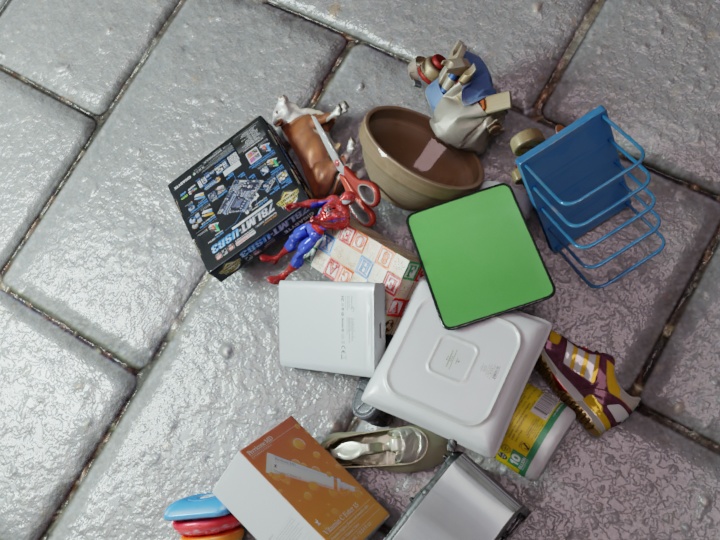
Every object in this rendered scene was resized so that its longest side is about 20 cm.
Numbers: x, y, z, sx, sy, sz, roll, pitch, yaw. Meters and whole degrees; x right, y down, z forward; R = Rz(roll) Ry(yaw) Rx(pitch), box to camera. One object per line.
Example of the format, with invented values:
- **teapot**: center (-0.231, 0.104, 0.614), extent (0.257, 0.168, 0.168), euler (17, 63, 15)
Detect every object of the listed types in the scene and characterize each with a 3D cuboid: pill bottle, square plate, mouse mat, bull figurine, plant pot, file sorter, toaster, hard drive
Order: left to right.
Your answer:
- **bull figurine**: center (-0.066, -0.209, 1.431), extent (0.121, 0.065, 0.200), euler (-29, 73, 20)
- **hard drive**: center (-0.045, 0.082, 1.295), extent (0.200, 0.027, 0.132), euler (1, 92, 44)
- **plant pot**: center (0.079, -0.155, 1.352), extent (0.201, 0.201, 0.093), euler (44, 127, 20)
- **toaster**: center (0.122, 0.339, 1.161), extent (0.119, 0.200, 0.181), euler (36, 83, 24)
- **square plate**: center (0.126, 0.120, 1.184), extent (0.198, 0.028, 0.200), euler (21, 74, 23)
- **mouse mat**: center (0.162, -0.023, 1.228), extent (0.161, 0.008, 0.200), euler (-18, 58, 2)
- **pill bottle**: center (0.177, -0.025, 1.303), extent (0.113, 0.113, 0.200), euler (22, 79, 17)
- **pill bottle**: center (0.183, 0.192, 1.228), extent (0.200, 0.113, 0.113), euler (31, 82, 18)
- **file sorter**: center (0.327, -0.094, 1.228), extent (0.139, 0.200, 0.123), euler (-33, 45, 1)

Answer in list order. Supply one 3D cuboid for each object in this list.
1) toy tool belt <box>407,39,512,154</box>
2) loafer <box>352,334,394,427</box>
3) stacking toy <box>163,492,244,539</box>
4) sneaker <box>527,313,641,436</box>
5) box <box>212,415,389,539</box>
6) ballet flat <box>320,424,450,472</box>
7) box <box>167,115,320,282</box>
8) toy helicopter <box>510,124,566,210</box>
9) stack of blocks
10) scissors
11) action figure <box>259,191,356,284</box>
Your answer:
- **toy tool belt**: center (0.165, -0.288, 1.373), extent (0.123, 0.125, 0.200), euler (-47, 49, 37)
- **loafer**: center (0.050, 0.136, 1.319), extent (0.072, 0.063, 0.200), euler (7, 66, 45)
- **stacking toy**: center (-0.204, 0.422, 1.269), extent (0.110, 0.116, 0.200), euler (-10, 86, 18)
- **sneaker**: center (0.306, 0.132, 1.256), extent (0.090, 0.075, 0.200), euler (-33, 76, -8)
- **box**: center (-0.082, 0.320, 1.223), extent (0.200, 0.124, 0.098), euler (42, 123, 14)
- **ballet flat**: center (0.034, 0.256, 1.274), extent (0.200, 0.069, 0.070), euler (-8, 72, 9)
- **box**: center (-0.189, -0.116, 1.415), extent (0.200, 0.050, 0.199), euler (-36, 61, 8)
- **toy helicopter**: center (0.274, -0.163, 1.277), extent (0.132, 0.200, 0.079), euler (-24, 69, 22)
- **stack of blocks**: center (0.000, 0.000, 1.320), extent (0.200, 0.059, 0.115), euler (33, 105, 39)
- **scissors**: center (-0.031, -0.151, 1.366), extent (0.014, 0.073, 0.200), euler (-20, 58, -35)
- **action figure**: center (-0.091, -0.058, 1.307), extent (0.200, 0.099, 0.065), euler (-39, 60, 29)
